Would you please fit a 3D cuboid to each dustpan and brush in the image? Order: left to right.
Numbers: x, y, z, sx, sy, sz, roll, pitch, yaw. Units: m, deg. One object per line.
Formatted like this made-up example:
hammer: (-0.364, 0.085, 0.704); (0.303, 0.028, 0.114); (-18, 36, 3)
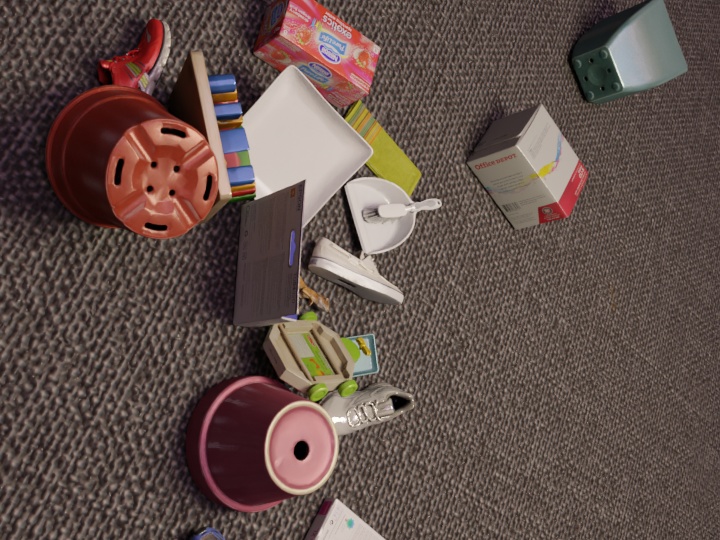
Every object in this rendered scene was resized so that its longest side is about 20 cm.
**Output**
dustpan and brush: (0.073, -0.112, 1.408); (0.199, 0.057, 0.142); (-10, 82, -46)

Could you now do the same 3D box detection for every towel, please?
towel: (0.040, -0.224, 1.432); (0.200, 0.018, 0.087); (45, 59, -25)

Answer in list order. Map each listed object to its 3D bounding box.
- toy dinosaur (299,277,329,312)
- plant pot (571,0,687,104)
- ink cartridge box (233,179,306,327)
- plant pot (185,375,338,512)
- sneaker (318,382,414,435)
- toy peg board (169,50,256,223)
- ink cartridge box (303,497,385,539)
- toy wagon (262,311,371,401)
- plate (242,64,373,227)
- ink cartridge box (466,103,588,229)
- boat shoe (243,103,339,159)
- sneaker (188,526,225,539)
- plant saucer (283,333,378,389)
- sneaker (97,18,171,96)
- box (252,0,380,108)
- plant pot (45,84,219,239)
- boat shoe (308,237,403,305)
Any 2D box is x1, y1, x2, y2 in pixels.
toy dinosaur: (-0.125, 0.004, 1.250); (0.201, 0.060, 0.107); (59, 39, -28)
plant pot: (0.633, -0.513, 1.847); (0.199, 0.195, 0.198); (-34, 104, -28)
ink cartridge box: (-0.127, -0.019, 1.150); (0.043, 0.199, 0.200); (11, 77, -36)
plant pot: (-0.132, 0.255, 1.116); (0.198, 0.178, 0.203); (8, 77, -38)
sneaker: (0.006, 0.233, 1.289); (0.198, 0.087, 0.076); (-15, 94, -38)
toy peg board: (-0.199, -0.190, 1.104); (0.097, 0.199, 0.203); (-12, 88, -23)
ink cartridge box: (-0.011, 0.486, 1.265); (0.200, 0.042, 0.120); (44, 58, -22)
toy wagon: (-0.063, 0.137, 1.223); (0.199, 0.040, 0.156); (4, 44, -48)
plate: (-0.113, -0.194, 1.241); (0.200, 0.032, 0.199); (-46, 111, 4)
ink cartridge box: (0.353, -0.217, 1.598); (0.200, 0.144, 0.145); (48, 57, -23)
boat shoe: (-0.109, -0.231, 1.285); (0.198, 0.068, 0.073); (19, 107, -19)
sneaker: (-0.191, 0.464, 1.100); (0.075, 0.078, 0.202); (-28, 101, -38)
plant saucer: (-0.052, 0.154, 1.298); (0.198, 0.019, 0.071); (-4, 85, -40)
sneaker: (-0.338, -0.293, 1.107); (0.084, 0.077, 0.203); (25, 67, -27)
box: (-0.073, -0.382, 1.316); (0.199, 0.095, 0.101); (27, 68, -33)
plant pot: (-0.291, -0.135, 1.002); (0.199, 0.194, 0.204); (-12, 111, -33)
boat shoe: (0.000, 0.000, 1.335); (0.198, 0.071, 0.071); (25, 71, -26)
